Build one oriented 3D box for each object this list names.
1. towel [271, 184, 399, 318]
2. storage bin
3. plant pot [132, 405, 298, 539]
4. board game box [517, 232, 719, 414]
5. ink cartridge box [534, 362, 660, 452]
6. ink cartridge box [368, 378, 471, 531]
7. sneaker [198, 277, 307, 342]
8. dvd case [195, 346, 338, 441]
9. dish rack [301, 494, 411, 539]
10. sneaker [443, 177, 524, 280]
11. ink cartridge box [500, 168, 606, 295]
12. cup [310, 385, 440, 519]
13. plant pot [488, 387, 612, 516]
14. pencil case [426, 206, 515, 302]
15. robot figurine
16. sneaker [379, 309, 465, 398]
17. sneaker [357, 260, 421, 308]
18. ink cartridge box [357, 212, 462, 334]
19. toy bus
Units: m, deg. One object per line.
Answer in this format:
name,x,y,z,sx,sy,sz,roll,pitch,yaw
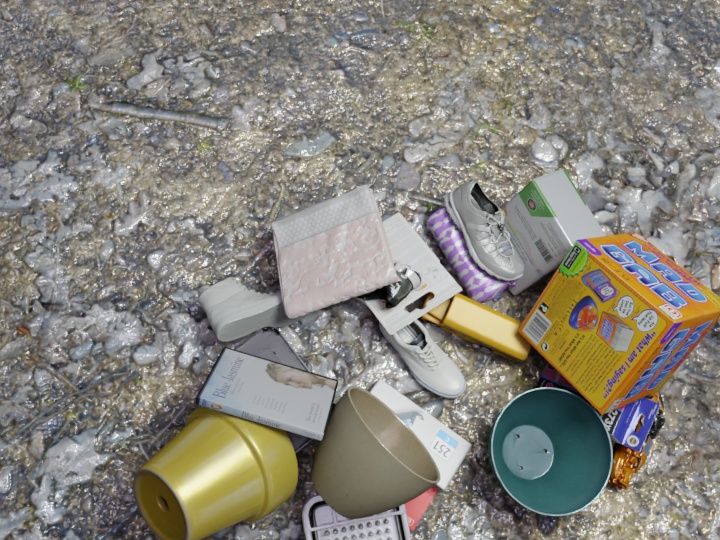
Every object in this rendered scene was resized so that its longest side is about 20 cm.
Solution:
towel,-0.050,-0.034,1.225,0.200,0.032,0.191,-20,64,12
storage bin,-0.145,0.212,1.222,0.135,0.094,0.200,-36,80,-14
plant pot,-0.230,0.312,1.094,0.189,0.201,0.201,-25,75,-47
board game box,0.431,0.080,1.192,0.200,0.200,0.200,-7,44,-41
ink cartridge box,0.408,0.229,1.258,0.200,0.037,0.095,23,72,28
ink cartridge box,0.062,0.316,1.238,0.200,0.045,0.176,35,73,5
sneaker,-0.184,0.049,1.275,0.200,0.074,0.116,-13,46,-33
dvd case,-0.140,0.189,1.123,0.199,0.143,0.018,16,117,-1
dish rack,0.000,0.461,1.184,0.171,0.044,0.201,-10,75,-3
sneaker,0.225,-0.071,1.266,0.075,0.082,0.200,-31,81,-36
ink cartridge box,0.317,-0.064,1.288,0.084,0.200,0.145,-22,76,-29
cup,0.006,0.304,1.131,0.200,0.200,0.143,44,97,7
plant pot,0.302,0.306,1.216,0.199,0.135,0.201,1,75,-5
pencil case,0.202,-0.032,1.330,0.085,0.084,0.200,-34,79,17
robot figurine,0.465,0.275,1.280,0.145,0.058,0.200,27,74,5
sneaker,0.109,0.148,1.277,0.200,0.071,0.073,43,75,7
sneaker,0.000,0.000,1.245,0.200,0.067,0.091,29,61,16
ink cartridge box,0.061,0.010,1.302,0.161,0.050,0.200,-31,66,-14
toy bus,0.208,0.095,1.294,0.200,0.078,0.065,25,82,2
